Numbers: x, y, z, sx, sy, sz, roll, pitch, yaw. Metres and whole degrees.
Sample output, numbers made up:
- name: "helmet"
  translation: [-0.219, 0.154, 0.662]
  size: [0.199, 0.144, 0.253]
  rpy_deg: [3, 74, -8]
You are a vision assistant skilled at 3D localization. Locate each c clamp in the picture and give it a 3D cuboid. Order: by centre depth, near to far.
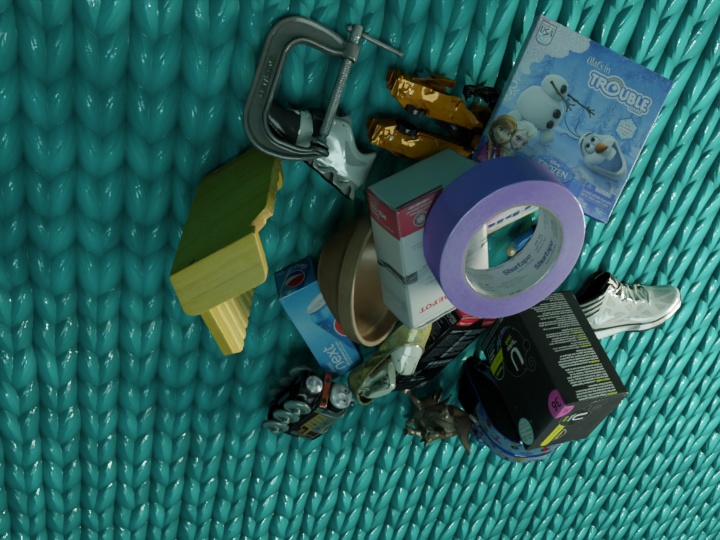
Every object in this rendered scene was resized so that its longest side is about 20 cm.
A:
- name: "c clamp"
  translation: [-0.052, -0.224, 0.936]
  size: [0.169, 0.027, 0.203]
  rpy_deg: [25, 86, -20]

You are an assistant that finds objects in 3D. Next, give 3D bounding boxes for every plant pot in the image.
- name: "plant pot"
  translation: [0.000, 0.000, 1.105]
  size: [0.091, 0.202, 0.204]
  rpy_deg: [14, 136, 28]

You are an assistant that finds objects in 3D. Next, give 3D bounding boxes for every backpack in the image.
- name: "backpack"
  translation: [0.280, 0.258, 1.340]
  size: [0.179, 0.201, 0.137]
  rpy_deg: [-2, 128, -16]

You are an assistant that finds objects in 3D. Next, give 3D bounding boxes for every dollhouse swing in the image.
- name: "dollhouse swing"
  translation: [-0.139, -0.020, 0.985]
  size: [0.179, 0.202, 0.177]
  rpy_deg: [-24, 125, 21]

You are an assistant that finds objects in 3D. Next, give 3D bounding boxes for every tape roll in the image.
- name: "tape roll"
  translation: [0.181, -0.039, 0.953]
  size: [0.196, 0.066, 0.203]
  rpy_deg: [-9, 126, -13]

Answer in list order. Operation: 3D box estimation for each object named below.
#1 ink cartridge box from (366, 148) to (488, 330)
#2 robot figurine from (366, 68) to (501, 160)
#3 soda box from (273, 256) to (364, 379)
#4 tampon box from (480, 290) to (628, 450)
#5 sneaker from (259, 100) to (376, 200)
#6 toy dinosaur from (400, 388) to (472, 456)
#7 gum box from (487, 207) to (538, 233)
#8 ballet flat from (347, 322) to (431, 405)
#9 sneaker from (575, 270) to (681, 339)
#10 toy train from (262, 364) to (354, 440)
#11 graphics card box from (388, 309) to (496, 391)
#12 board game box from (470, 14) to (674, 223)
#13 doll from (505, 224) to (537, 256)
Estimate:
- name: "ink cartridge box"
  translation: [0.097, -0.041, 1.028]
  size: [0.144, 0.085, 0.203]
  rpy_deg: [-27, 129, -20]
- name: "robot figurine"
  translation: [0.114, -0.200, 1.031]
  size: [0.196, 0.059, 0.147]
  rpy_deg: [11, 121, -26]
- name: "soda box"
  translation: [-0.063, 0.079, 1.191]
  size: [0.067, 0.065, 0.202]
  rpy_deg: [-24, 130, 4]
- name: "tampon box"
  translation: [0.307, 0.161, 1.227]
  size: [0.124, 0.202, 0.151]
  rpy_deg: [-5, 143, -21]
- name: "sneaker"
  translation: [-0.060, -0.186, 0.996]
  size: [0.199, 0.074, 0.089]
  rpy_deg: [36, 93, -33]
- name: "toy dinosaur"
  translation: [0.146, 0.262, 1.336]
  size: [0.134, 0.198, 0.088]
  rpy_deg: [15, 90, -43]
- name: "gum box"
  translation: [0.250, -0.130, 1.087]
  size: [0.197, 0.067, 0.114]
  rpy_deg: [-26, 169, 4]
- name: "ballet flat"
  translation: [0.051, 0.147, 1.178]
  size: [0.070, 0.072, 0.200]
  rpy_deg: [22, 130, -29]
- name: "sneaker"
  translation: [0.467, 0.048, 1.315]
  size: [0.197, 0.076, 0.117]
  rpy_deg: [-19, 131, 1]
- name: "toy train"
  translation: [-0.088, 0.223, 1.249]
  size: [0.112, 0.087, 0.200]
  rpy_deg: [19, 147, -18]
- name: "graphics card box"
  translation: [0.123, 0.122, 1.245]
  size: [0.124, 0.051, 0.200]
  rpy_deg: [1, 137, -51]
- name: "board game box"
  translation: [0.276, -0.196, 0.991]
  size: [0.197, 0.043, 0.202]
  rpy_deg: [24, 97, -4]
- name: "doll"
  translation: [0.295, -0.027, 1.225]
  size: [0.134, 0.049, 0.203]
  rpy_deg: [-9, 131, -18]
